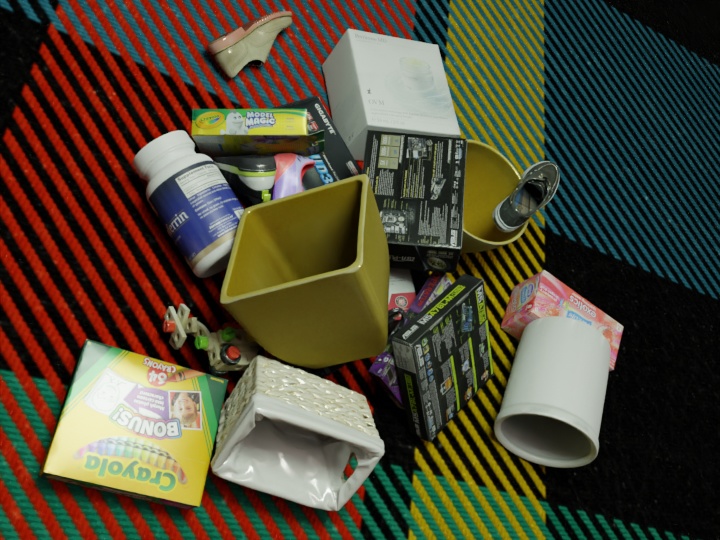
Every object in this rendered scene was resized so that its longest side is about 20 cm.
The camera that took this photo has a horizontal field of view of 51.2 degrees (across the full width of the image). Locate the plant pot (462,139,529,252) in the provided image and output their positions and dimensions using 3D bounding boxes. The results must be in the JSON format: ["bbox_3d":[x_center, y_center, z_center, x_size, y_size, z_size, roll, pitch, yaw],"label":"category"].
[{"bbox_3d":[0.181,-0.111,1.346,0.199,0.142,0.201,12,64,-24],"label":"plant pot"}]

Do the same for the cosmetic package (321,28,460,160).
[{"bbox_3d":[0.054,-0.314,1.380,0.198,0.123,0.201,0,67,-30],"label":"cosmetic package"}]

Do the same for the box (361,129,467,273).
[{"bbox_3d":[0.079,-0.108,1.178,0.163,0.086,0.201,5,65,2],"label":"box"}]

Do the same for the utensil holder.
[{"bbox_3d":[0.332,0.204,1.275,0.170,0.170,0.201,34,54,-12],"label":"utensil holder"}]

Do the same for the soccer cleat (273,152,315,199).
[{"bbox_3d":[-0.116,-0.087,1.184,0.076,0.067,0.201,4,83,-2],"label":"soccer cleat"}]

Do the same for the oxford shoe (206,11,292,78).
[{"bbox_3d":[-0.186,-0.403,1.331,0.200,0.071,0.074,-42,117,-36],"label":"oxford shoe"}]

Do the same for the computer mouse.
[{"bbox_3d":[-0.020,0.112,1.147,0.199,0.034,0.059,-26,99,-1],"label":"computer mouse"}]

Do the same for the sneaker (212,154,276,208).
[{"bbox_3d":[-0.179,-0.133,1.145,0.071,0.200,0.083,-7,102,-20],"label":"sneaker"}]

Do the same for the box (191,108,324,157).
[{"bbox_3d":[-0.154,-0.213,1.171,0.199,0.117,0.049,1,82,-3],"label":"box"}]

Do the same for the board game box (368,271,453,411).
[{"bbox_3d":[0.097,0.112,1.199,0.200,0.032,0.120,-56,142,-19],"label":"board game box"}]

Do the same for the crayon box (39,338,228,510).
[{"bbox_3d":[-0.292,0.205,0.988,0.199,0.058,0.174,20,60,-21],"label":"crayon box"}]

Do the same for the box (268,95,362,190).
[{"bbox_3d":[-0.094,-0.188,1.284,0.158,0.046,0.201,-24,81,-34],"label":"box"}]

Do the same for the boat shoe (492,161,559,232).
[{"bbox_3d":[0.301,-0.135,1.302,0.069,0.057,0.200,47,54,-2],"label":"boat shoe"}]

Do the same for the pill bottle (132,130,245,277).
[{"bbox_3d":[-0.246,-0.100,1.117,0.115,0.116,0.201,-30,85,-35],"label":"pill bottle"}]

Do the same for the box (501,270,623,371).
[{"bbox_3d":[0.372,0.105,1.385,0.199,0.095,0.103,34,57,-12],"label":"box"}]

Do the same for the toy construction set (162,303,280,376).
[{"bbox_3d":[-0.179,0.087,1.080,0.199,0.092,0.132,-3,60,-30],"label":"toy construction set"}]

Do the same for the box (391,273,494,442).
[{"bbox_3d":[0.138,0.139,1.201,0.193,0.047,0.201,-40,130,-37],"label":"box"}]

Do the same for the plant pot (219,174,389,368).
[{"bbox_3d":[-0.050,0.023,1.038,0.196,0.193,0.201,-86,157,-47],"label":"plant pot"}]

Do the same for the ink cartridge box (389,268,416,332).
[{"bbox_3d":[0.000,0.000,1.230,0.145,0.083,0.201,-3,70,-30],"label":"ink cartridge box"}]

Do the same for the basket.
[{"bbox_3d":[-0.088,0.219,1.025,0.199,0.136,0.124,24,26,-23],"label":"basket"}]
